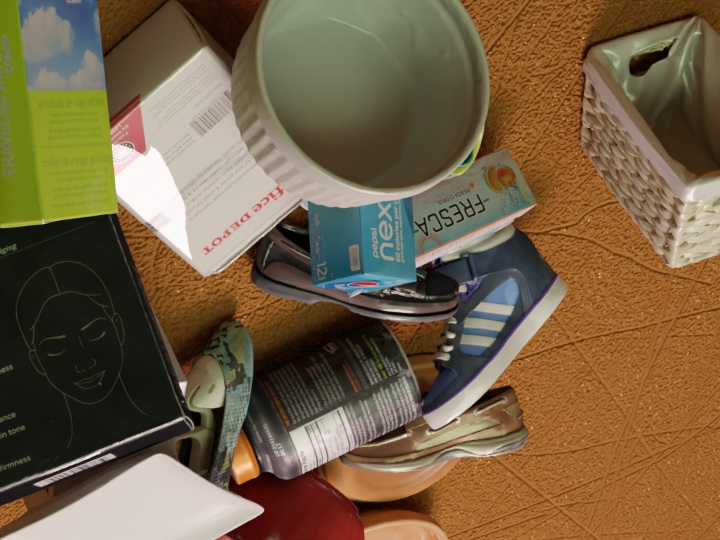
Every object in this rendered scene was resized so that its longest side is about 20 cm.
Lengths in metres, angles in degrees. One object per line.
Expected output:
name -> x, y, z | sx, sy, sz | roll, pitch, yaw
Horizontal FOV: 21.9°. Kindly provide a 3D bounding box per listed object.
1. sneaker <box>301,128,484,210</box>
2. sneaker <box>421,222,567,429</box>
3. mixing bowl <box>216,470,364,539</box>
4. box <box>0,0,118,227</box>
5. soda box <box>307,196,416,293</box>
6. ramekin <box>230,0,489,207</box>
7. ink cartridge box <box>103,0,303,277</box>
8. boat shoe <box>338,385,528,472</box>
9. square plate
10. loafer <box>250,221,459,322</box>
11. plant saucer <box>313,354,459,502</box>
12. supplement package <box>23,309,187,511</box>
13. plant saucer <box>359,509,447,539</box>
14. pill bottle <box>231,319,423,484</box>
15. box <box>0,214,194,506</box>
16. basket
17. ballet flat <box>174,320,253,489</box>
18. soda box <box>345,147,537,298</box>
sneaker -> 0.027, -0.103, 1.628 | 0.079, 0.131, 0.200 | 22, 115, -43
sneaker -> 0.090, 0.035, 1.802 | 0.146, 0.081, 0.200 | 43, 82, -4
mixing bowl -> -0.069, 0.262, 1.883 | 0.109, 0.199, 0.200 | -54, 140, -14
box -> -0.236, -0.138, 1.397 | 0.047, 0.202, 0.122 | -4, -176, 21
soda box -> -0.002, -0.087, 1.560 | 0.064, 0.202, 0.068 | -12, 166, 43
ramekin -> -0.009, -0.144, 1.465 | 0.199, 0.202, 0.105 | -7, 171, -26
ink cartridge box -> -0.141, -0.107, 1.556 | 0.145, 0.085, 0.200 | -39, 136, 6
boat shoe -> 0.072, 0.158, 1.896 | 0.198, 0.076, 0.072 | -9, 100, -14
square plate -> -0.213, 0.223, 1.652 | 0.199, 0.029, 0.198 | -29, 149, 13
loafer -> 0.000, 0.000, 1.718 | 0.198, 0.072, 0.063 | 9, 120, -9
plant saucer -> 0.044, 0.175, 1.964 | 0.199, 0.038, 0.201 | -17, 135, -18
supplement package -> -0.241, 0.145, 1.699 | 0.116, 0.117, 0.201 | -7, 131, -25
plant saucer -> 0.000, 0.326, 2.051 | 0.199, 0.038, 0.201 | -18, 142, -15
pill bottle -> -0.047, 0.135, 1.819 | 0.199, 0.106, 0.107 | -24, 137, -10
box -> -0.262, 0.070, 1.523 | 0.198, 0.198, 0.124 | -20, 172, -5
basket -> 0.304, -0.119, 1.741 | 0.135, 0.201, 0.124 | -17, 142, -16
ballet flat -> -0.147, 0.145, 1.739 | 0.074, 0.074, 0.202 | 8, 88, -37
soda box -> 0.063, -0.045, 1.700 | 0.199, 0.064, 0.068 | -23, 173, -34
